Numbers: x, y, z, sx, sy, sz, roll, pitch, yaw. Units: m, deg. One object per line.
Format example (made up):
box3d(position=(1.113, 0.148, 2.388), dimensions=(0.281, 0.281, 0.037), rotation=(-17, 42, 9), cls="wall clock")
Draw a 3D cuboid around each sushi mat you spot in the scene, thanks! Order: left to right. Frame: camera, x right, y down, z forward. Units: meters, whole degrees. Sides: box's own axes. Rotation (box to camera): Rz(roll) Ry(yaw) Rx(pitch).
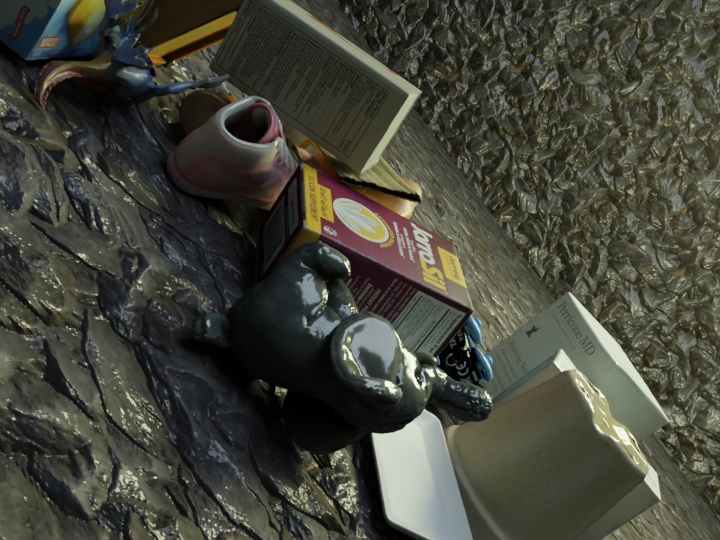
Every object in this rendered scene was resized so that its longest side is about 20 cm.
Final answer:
box3d(position=(0.001, -0.122, 0.987), dimensions=(0.095, 0.012, 0.200), rotation=(12, 19, -18), cls="sushi mat")

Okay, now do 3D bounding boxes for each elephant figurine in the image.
box3d(position=(-0.006, 0.082, 0.705), dimensions=(0.200, 0.155, 0.142), rotation=(46, -9, 15), cls="elephant figurine")

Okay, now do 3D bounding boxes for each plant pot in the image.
box3d(position=(0.190, 0.207, 0.909), dimensions=(0.200, 0.183, 0.201), rotation=(46, 16, -17), cls="plant pot")

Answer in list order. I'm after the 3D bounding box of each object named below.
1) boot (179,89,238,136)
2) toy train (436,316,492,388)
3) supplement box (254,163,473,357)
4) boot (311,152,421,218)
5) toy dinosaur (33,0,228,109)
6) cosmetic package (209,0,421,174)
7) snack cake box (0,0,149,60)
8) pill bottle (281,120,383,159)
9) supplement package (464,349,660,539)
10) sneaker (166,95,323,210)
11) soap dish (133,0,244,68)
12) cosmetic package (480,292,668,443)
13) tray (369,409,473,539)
box3d(position=(-0.154, -0.169, 1.008), dimensions=(0.201, 0.071, 0.144), rotation=(47, 13, -46), cls="boot")
box3d(position=(0.096, 0.071, 1.061), dimensions=(0.201, 0.086, 0.114), rotation=(67, -8, -22), cls="toy train")
box3d(position=(0.000, 0.000, 0.882), dimensions=(0.199, 0.103, 0.131), rotation=(26, 28, -22), cls="supplement box")
box3d(position=(-0.035, -0.090, 1.039), dimensions=(0.200, 0.071, 0.144), rotation=(12, 24, 21), cls="boot")
box3d(position=(-0.236, -0.202, 0.835), dimensions=(0.105, 0.199, 0.181), rotation=(62, -23, 3), cls="toy dinosaur")
box3d(position=(-0.046, -0.205, 0.922), dimensions=(0.200, 0.104, 0.087), rotation=(37, 20, 3), cls="cosmetic package")
box3d(position=(-0.263, -0.267, 0.805), dimensions=(0.067, 0.115, 0.200), rotation=(40, 17, -5), cls="snack cake box")
box3d(position=(-0.047, -0.165, 1.217), dimensions=(0.200, 0.113, 0.113), rotation=(48, 15, -10), cls="pill bottle")
box3d(position=(0.246, 0.229, 1.072), dimensions=(0.200, 0.156, 0.111), rotation=(53, 16, 8), cls="supplement package")
box3d(position=(-0.092, -0.121, 0.892), dimensions=(0.200, 0.105, 0.076), rotation=(0, 60, -47), cls="sneaker")
box3d(position=(-0.192, -0.300, 0.978), dimensions=(0.157, 0.199, 0.082), rotation=(-44, 114, -75), cls="soap dish")
box3d(position=(0.291, 0.179, 1.237), dimensions=(0.166, 0.200, 0.168), rotation=(41, 17, -33), cls="cosmetic package")
box3d(position=(0.047, 0.189, 0.819), dimensions=(0.107, 0.022, 0.200), rotation=(31, 22, -22), cls="tray")
